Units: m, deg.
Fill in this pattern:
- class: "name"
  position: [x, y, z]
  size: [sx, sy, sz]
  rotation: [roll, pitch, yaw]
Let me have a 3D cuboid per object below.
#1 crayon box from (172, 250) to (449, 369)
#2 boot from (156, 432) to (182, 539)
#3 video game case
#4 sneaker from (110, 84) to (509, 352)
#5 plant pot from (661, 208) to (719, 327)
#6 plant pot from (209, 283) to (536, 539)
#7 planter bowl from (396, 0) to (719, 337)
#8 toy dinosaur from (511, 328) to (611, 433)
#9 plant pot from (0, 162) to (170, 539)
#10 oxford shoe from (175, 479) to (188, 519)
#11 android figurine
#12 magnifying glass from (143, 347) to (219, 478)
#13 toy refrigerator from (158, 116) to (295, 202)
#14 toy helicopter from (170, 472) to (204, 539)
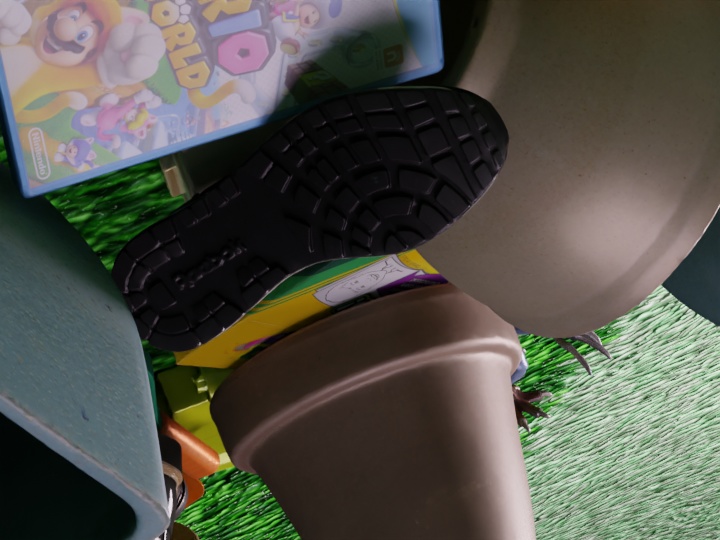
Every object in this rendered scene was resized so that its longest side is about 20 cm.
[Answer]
- class: "crayon box"
  position: [0.000, 0.000, 1.387]
  size: [0.172, 0.058, 0.200]
  rotation: [-34, 158, 25]
- class: "boot"
  position: [-0.195, 0.155, 1.382]
  size: [0.200, 0.139, 0.077]
  rotation: [13, 150, -28]
- class: "video game case"
  position: [-0.062, -0.121, 0.963]
  size: [0.200, 0.018, 0.143]
  rotation: [-18, 126, -16]
- class: "sneaker"
  position: [-0.020, -0.038, 1.043]
  size: [0.200, 0.076, 0.088]
  rotation: [-24, -169, 23]
- class: "plant pot"
  position: [0.230, -0.051, 1.375]
  size: [0.135, 0.201, 0.200]
  rotation: [5, -178, 39]
- class: "plant pot"
  position: [0.026, 0.127, 1.408]
  size: [0.200, 0.175, 0.200]
  rotation: [-19, 164, -6]
- class: "planter bowl"
  position: [0.073, -0.084, 1.103]
  size: [0.135, 0.200, 0.200]
  rotation: [25, 134, -30]
- class: "toy dinosaur"
  position: [0.102, 0.028, 1.546]
  size: [0.200, 0.105, 0.182]
  rotation: [-11, 139, -1]
- class: "plant pot"
  position: [-0.214, 0.033, 0.985]
  size: [0.196, 0.200, 0.196]
  rotation: [-34, 125, 23]
- class: "oxford shoe"
  position: [-0.211, 0.153, 1.488]
  size: [0.200, 0.073, 0.085]
  rotation: [-11, 138, -10]
- class: "android figurine"
  position: [-0.074, 0.086, 1.553]
  size: [0.200, 0.041, 0.182]
  rotation: [-17, 159, -13]
- class: "magnifying glass"
  position: [-0.144, 0.088, 1.439]
  size: [0.079, 0.022, 0.200]
  rotation: [-21, 147, 16]
- class: "toy refrigerator"
  position: [-0.065, -0.066, 1.122]
  size: [0.070, 0.076, 0.200]
  rotation: [-22, 161, -5]
- class: "toy helicopter"
  position: [-0.186, 0.196, 1.586]
  size: [0.200, 0.079, 0.132]
  rotation: [4, -135, 40]
